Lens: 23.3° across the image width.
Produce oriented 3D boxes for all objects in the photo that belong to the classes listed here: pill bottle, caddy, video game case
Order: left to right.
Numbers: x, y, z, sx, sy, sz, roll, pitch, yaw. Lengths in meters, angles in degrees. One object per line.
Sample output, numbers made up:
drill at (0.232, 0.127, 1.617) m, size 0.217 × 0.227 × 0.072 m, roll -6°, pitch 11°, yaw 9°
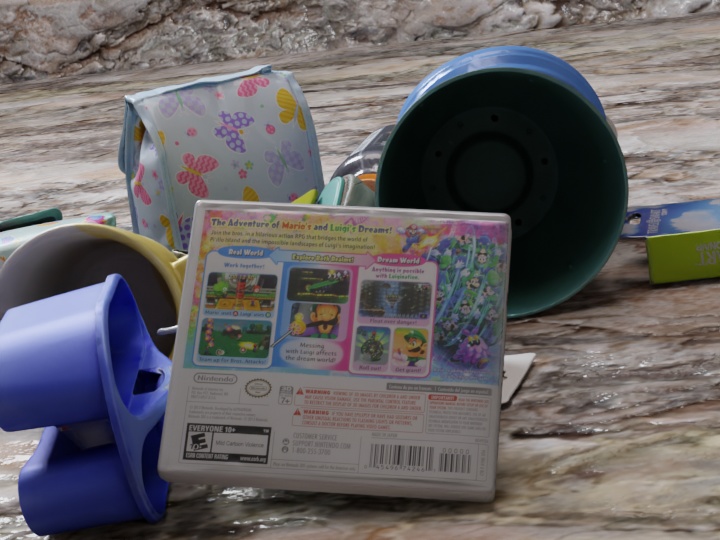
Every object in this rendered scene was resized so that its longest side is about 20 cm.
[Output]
caddy at (-0.161, 0.083, 1.099) m, size 0.105 × 0.142 × 0.200 m, roll -14°, pitch 14°, yaw 1°
video game case at (-0.013, 0.046, 1.061) m, size 0.200 × 0.182 × 0.024 m, roll 3°, pitch -24°, yaw 7°
pill bottle at (0.026, -0.075, 1.712) m, size 0.106 × 0.106 × 0.200 m, roll -6°, pitch 14°, yaw 12°

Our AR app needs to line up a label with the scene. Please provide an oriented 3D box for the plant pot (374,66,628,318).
plant pot at (0.111, -0.072, 1.458) m, size 0.200 × 0.201 × 0.161 m, roll -9°, pitch 9°, yaw 1°

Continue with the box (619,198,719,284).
box at (0.318, -0.031, 1.456) m, size 0.200 × 0.048 × 0.122 m, roll -6°, pitch 13°, yaw 13°

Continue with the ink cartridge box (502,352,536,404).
ink cartridge box at (0.016, 0.054, 1.256) m, size 0.200 × 0.068 × 0.115 m, roll -4°, pitch 14°, yaw 18°

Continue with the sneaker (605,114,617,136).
sneaker at (0.178, -0.142, 1.977) m, size 0.199 × 0.081 × 0.115 m, roll -5°, pitch 8°, yaw -15°

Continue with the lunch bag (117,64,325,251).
lunch bag at (-0.128, -0.082, 1.635) m, size 0.169 × 0.200 × 0.127 m, roll -17°, pitch 16°, yaw -28°

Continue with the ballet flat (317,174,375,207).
ballet flat at (-0.021, 0.008, 1.416) m, size 0.067 × 0.064 × 0.200 m, roll -32°, pitch 30°, yaw 47°

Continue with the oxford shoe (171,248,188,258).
oxford shoe at (-0.072, -0.006, 1.551) m, size 0.200 × 0.074 × 0.071 m, roll -14°, pitch 14°, yaw -19°

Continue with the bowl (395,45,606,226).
bowl at (0.128, -0.104, 1.578) m, size 0.200 × 0.201 × 0.039 m, roll -10°, pitch 32°, yaw -2°

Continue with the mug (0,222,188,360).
mug at (-0.176, 0.034, 1.350) m, size 0.186 × 0.150 × 0.153 m, roll 5°, pitch 6°, yaw 4°

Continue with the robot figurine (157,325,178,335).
robot figurine at (-0.032, 0.047, 1.143) m, size 0.200 × 0.113 × 0.170 m, roll 21°, pitch 53°, yaw 21°

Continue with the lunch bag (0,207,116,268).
lunch bag at (-0.307, 0.019, 1.510) m, size 0.170 × 0.122 × 0.200 m, roll -17°, pitch 8°, yaw -27°

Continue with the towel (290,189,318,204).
towel at (-0.085, 0.011, 1.406) m, size 0.086 × 0.018 × 0.200 m, roll -30°, pitch 23°, yaw 31°
